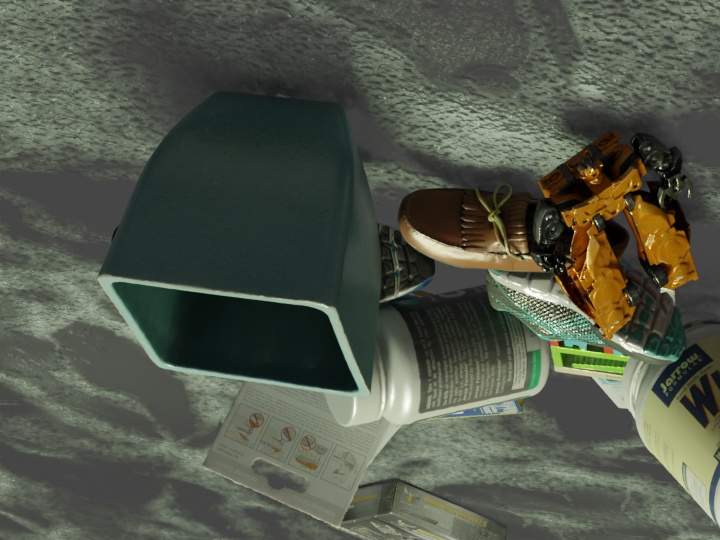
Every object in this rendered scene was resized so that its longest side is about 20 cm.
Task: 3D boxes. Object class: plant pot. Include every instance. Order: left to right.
[{"bbox_3d":[-0.080,-0.034,1.502,0.194,0.202,0.196,7,157,13],"label":"plant pot"}]

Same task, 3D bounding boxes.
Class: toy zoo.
[{"bbox_3d":[0.237,0.043,1.708,0.130,0.021,0.201,7,146,19],"label":"toy zoo"}]

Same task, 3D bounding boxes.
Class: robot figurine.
[{"bbox_3d":[0.205,-0.033,1.475,0.144,0.058,0.200,-34,138,-2],"label":"robot figurine"}]

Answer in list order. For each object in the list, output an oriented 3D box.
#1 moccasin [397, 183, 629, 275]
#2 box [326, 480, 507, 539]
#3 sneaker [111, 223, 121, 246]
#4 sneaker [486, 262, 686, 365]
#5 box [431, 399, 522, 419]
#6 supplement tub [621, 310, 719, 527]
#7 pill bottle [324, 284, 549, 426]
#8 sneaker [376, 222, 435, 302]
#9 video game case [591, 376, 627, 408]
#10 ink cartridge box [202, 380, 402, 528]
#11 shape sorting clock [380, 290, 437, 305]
[{"bbox_3d":[0.131,-0.035,1.550,0.199,0.074,0.078,15,155,-6],"label":"moccasin"},{"bbox_3d":[0.076,0.351,2.493,0.199,0.049,0.158,25,153,-28],"label":"box"},{"bbox_3d":[-0.155,-0.054,1.680,0.198,0.081,0.086,-12,136,30],"label":"sneaker"},{"bbox_3d":[0.198,0.033,1.629,0.199,0.078,0.092,29,149,14],"label":"sneaker"},{"bbox_3d":[0.063,0.108,1.833,0.198,0.071,0.064,-5,148,13],"label":"box"},{"bbox_3d":[0.334,0.139,1.613,0.144,0.145,0.200,31,-168,-37],"label":"supplement tub"},{"bbox_3d":[0.068,0.080,1.702,0.198,0.114,0.113,-10,164,-20],"label":"pill bottle"},{"bbox_3d":[0.000,0.000,1.731,0.089,0.079,0.199,8,170,-44],"label":"sneaker"},{"bbox_3d":[0.321,0.097,1.816,0.198,0.024,0.182,-1,153,30],"label":"video game case"},{"bbox_3d":[-0.041,0.137,1.783,0.160,0.201,0.050,21,166,20],"label":"ink cartridge box"},{"bbox_3d":[0.037,0.066,1.875,0.198,0.040,0.200,11,157,5],"label":"shape sorting clock"}]
